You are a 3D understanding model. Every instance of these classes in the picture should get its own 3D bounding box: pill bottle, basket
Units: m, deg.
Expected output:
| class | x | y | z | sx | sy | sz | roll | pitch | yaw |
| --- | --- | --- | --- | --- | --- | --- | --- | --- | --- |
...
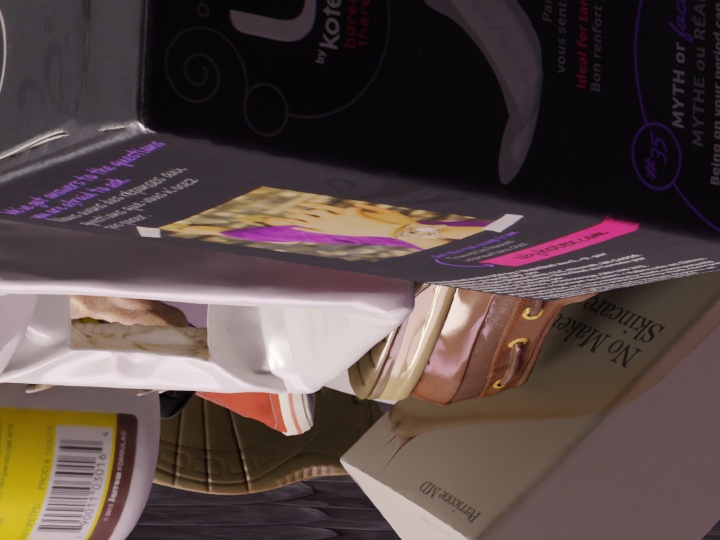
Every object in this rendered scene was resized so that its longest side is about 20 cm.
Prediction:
| class | x | y | z | sx | sy | sz | roll | pitch | yaw |
| --- | --- | --- | --- | --- | --- | --- | --- | --- | --- |
| pill bottle | -0.190 | 0.061 | 0.954 | 0.199 | 0.110 | 0.109 | 6 | 168 | -30 |
| basket | -0.062 | -0.034 | 0.748 | 0.135 | 0.124 | 0.200 | 3 | 170 | -10 |

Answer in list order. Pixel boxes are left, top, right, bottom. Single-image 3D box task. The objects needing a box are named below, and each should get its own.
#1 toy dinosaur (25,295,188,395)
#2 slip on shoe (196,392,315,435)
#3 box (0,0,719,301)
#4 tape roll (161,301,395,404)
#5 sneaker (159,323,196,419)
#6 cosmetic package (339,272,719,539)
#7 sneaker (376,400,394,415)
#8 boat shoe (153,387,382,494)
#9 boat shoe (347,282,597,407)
| class | x | y | z | sx | sy | sz | roll | pitch | yaw |
| --- | --- | --- | --- | --- | --- | --- | --- | --- | --- |
| toy dinosaur | -0.128 | -0.017 | 0.875 | 0.199 | 0.136 | 0.086 | -12 | -172 | 13 |
| slip on shoe | -0.068 | 0.042 | 1.192 | 0.061 | 0.074 | 0.200 | -9 | -168 | -19 |
| box | 0.007 | -0.067 | 0.566 | 0.199 | 0.123 | 0.106 | 10 | 167 | -36 |
| tape roll | 0.000 | 0.000 | 0.953 | 0.202 | 0.037 | 0.203 | 15 | 157 | 7 |
| sneaker | -0.078 | 0.020 | 1.087 | 0.199 | 0.100 | 0.070 | -1 | 170 | -8 |
| cosmetic package | 0.101 | 0.036 | 0.845 | 0.073 | 0.200 | 0.103 | 53 | 164 | -28 |
| sneaker | 0.076 | 0.018 | 1.112 | 0.083 | 0.072 | 0.200 | -26 | 179 | 37 |
| boat shoe | -0.052 | 0.091 | 1.307 | 0.200 | 0.072 | 0.066 | -2 | 170 | -15 |
| boat shoe | 0.054 | -0.027 | 0.748 | 0.067 | 0.072 | 0.200 | 9 | 139 | -16 |
